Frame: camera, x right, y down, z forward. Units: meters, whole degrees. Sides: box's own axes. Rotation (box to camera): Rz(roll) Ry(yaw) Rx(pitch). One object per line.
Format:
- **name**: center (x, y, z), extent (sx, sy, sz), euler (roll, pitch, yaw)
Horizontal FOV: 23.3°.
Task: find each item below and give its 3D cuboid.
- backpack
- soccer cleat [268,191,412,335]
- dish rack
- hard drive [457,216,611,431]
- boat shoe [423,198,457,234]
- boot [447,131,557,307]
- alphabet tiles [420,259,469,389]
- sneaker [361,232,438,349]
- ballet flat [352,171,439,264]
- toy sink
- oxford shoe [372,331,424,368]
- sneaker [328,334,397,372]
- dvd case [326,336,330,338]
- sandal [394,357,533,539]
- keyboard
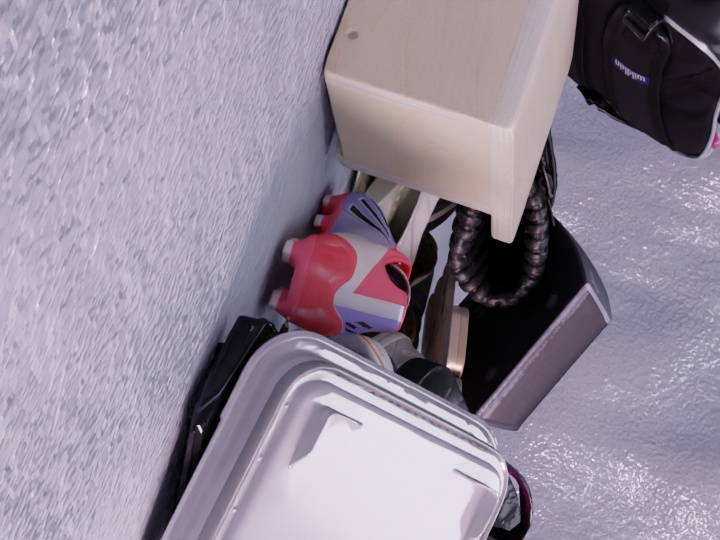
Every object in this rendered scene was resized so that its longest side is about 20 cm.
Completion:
- **backpack**: center (0.188, -0.169, 1.079), extent (0.151, 0.177, 0.200), euler (-44, 158, -13)
- **soccer cleat**: center (0.000, 0.000, 1.015), extent (0.200, 0.076, 0.067), euler (-48, 156, -77)
- **dish rack**: center (-0.015, 0.147, 0.836), extent (0.043, 0.171, 0.201), euler (23, -94, 54)
- **hard drive**: center (0.117, 0.035, 1.244), extent (0.135, 0.042, 0.200), euler (-51, -167, 10)
- **boat shoe**: center (0.043, -0.057, 1.322), extent (0.200, 0.072, 0.063), euler (-72, 176, -66)
- **boot**: center (0.088, -0.096, 1.207), extent (0.158, 0.079, 0.213), euler (-62, 135, -62)
- **alphabet tiles**: center (0.052, 0.100, 1.258), extent (0.200, 0.014, 0.198), euler (110, -12, -69)
- **sneaker**: center (0.012, 0.042, 1.302), extent (0.201, 0.066, 0.091), euler (-76, 180, -62)
- **ballet flat**: center (0.022, -0.062, 1.166), extent (0.070, 0.069, 0.201), euler (-65, 173, -52)
- **toy sink**: center (0.052, -0.116, 0.976), extent (0.200, 0.111, 0.131), euler (72, 37, -74)
- **oxford shoe**: center (-0.013, 0.101, 1.114), extent (0.200, 0.058, 0.076), euler (-33, 149, -46)
- **sneaker**: center (-0.043, 0.123, 0.999), extent (0.201, 0.078, 0.080), euler (-63, 159, -18)
- **dvd case**: center (-0.062, 0.148, 1.210), extent (0.201, 0.017, 0.144), euler (-67, 172, -50)
- **sandal**: center (0.057, 0.122, 0.942), extent (0.076, 0.048, 0.201), euler (-58, 147, -19)
- **keyboard**: center (-0.074, 0.100, 0.897), extent (0.127, 0.020, 0.201), euler (-58, 167, -47)
